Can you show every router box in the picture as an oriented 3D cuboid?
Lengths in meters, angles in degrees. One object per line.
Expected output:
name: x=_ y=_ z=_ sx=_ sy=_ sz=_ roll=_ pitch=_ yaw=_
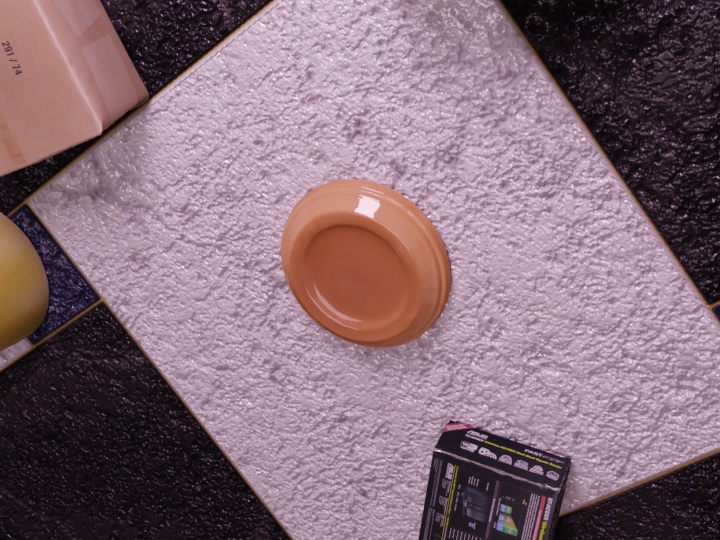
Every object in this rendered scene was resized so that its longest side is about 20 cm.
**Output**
router box: x=0.148 y=0.285 z=1.534 sx=0.148 sy=0.062 sz=0.203 roll=17 pitch=123 yaw=15

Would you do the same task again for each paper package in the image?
paper package: x=-0.358 y=-0.229 z=1.446 sx=0.188 sy=0.104 sz=0.202 roll=-16 pitch=111 yaw=32

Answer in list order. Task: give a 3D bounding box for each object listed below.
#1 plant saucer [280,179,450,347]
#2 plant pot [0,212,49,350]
plant saucer: x=0.000 y=0.000 z=1.455 sx=0.197 sy=0.038 sz=0.203 roll=11 pitch=121 yaw=18
plant pot: x=-0.501 y=0.034 z=1.635 sx=0.197 sy=0.142 sz=0.203 roll=11 pitch=122 yaw=18
